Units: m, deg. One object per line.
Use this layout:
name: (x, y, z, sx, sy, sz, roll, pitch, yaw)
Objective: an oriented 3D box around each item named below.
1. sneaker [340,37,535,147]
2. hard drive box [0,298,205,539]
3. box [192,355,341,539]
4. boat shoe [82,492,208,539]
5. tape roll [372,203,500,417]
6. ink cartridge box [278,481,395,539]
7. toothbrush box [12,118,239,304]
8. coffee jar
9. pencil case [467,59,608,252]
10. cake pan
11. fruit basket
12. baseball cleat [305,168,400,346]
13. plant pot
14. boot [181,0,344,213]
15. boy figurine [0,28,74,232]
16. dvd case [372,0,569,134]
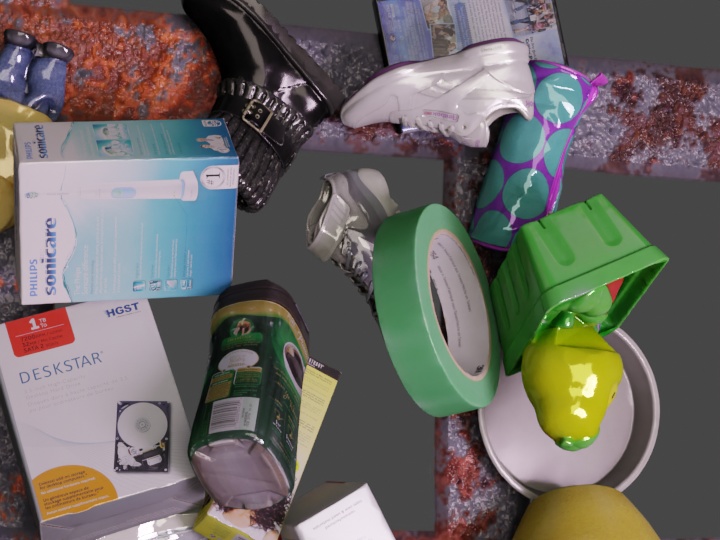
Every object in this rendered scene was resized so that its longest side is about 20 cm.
sneaker: (0.077, -0.163, 1.622, 0.198, 0.075, 0.101, -14, 86, 10)
hard drive box: (-0.244, 0.135, 1.502, 0.154, 0.077, 0.201, -15, 62, -16)
box: (-0.087, 0.169, 1.555, 0.075, 0.050, 0.201, 28, 55, -11)
boat shoe: (-0.196, 0.252, 1.550, 0.199, 0.070, 0.072, -13, 118, -28)
tape roll: (0.076, 0.038, 1.578, 0.048, 0.200, 0.202, -15, 88, 24)
ink cartridge box: (-0.001, 0.308, 1.551, 0.082, 0.146, 0.201, -28, 92, -18)
toothbrush box: (-0.218, -0.055, 1.506, 0.198, 0.085, 0.148, -4, 121, -15)
coffee jar: (-0.098, 0.108, 1.479, 0.084, 0.105, 0.201, -10, 42, 15)
pencil case: (0.178, -0.111, 1.660, 0.092, 0.085, 0.202, 15, 88, 30)
cake pan: (0.209, 0.142, 1.679, 0.198, 0.037, 0.203, 1, 84, -14)
fruit basket: (0.210, 0.061, 1.562, 0.154, 0.215, 0.217, -21, 90, -15)
baseball cleat: (0.000, 0.000, 1.620, 0.106, 0.070, 0.202, -8, 76, -29)
plant pot: (0.220, 0.295, 1.604, 0.198, 0.201, 0.143, 4, 57, -14)
boot: (-0.132, -0.177, 1.600, 0.211, 0.079, 0.158, 44, 76, -7)
boy figurine: (-0.325, -0.122, 1.552, 0.123, 0.064, 0.202, 15, 82, -13)
dvd case: (0.119, -0.227, 1.703, 0.198, 0.018, 0.144, -10, 87, -15)
